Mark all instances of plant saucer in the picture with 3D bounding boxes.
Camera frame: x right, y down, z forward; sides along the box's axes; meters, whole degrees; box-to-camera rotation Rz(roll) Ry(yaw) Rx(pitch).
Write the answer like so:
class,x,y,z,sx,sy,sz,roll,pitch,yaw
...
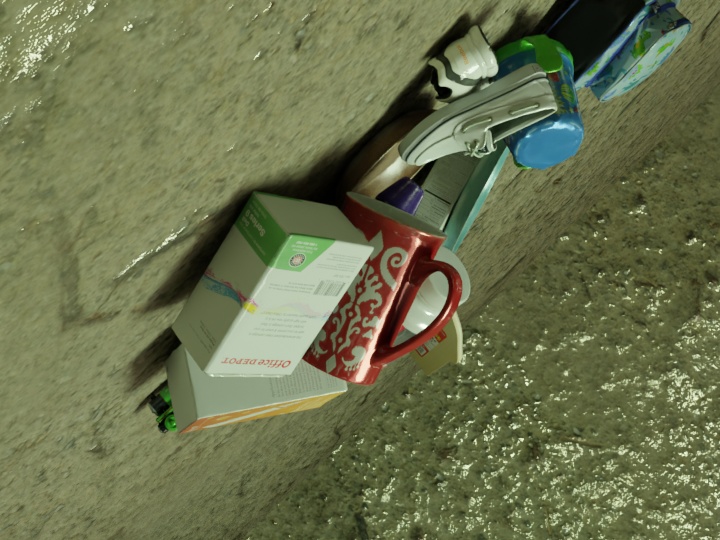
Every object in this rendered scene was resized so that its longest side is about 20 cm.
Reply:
class,x,y,z,sx,sy,sz,roll,pitch,yaw
plant saucer,0.034,-0.138,1.729,0.200,0.037,0.201,-42,168,-11
plant saucer,0.166,-0.112,1.965,0.202,0.027,0.200,-61,173,-12

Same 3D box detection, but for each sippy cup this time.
class,x,y,z,sx,sy,sz,roll,pitch,yaw
sippy cup,0.228,-0.209,1.775,0.139,0.131,0.178,-29,144,19

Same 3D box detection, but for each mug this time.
class,x,y,z,sx,sy,sz,roll,pitch,yaw
mug,0.014,0.031,1.618,0.132,0.177,0.202,18,101,-31

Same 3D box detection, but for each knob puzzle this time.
class,x,y,z,sx,sy,sz,roll,pitch,yaw
knob puzzle,0.081,0.042,1.881,0.030,0.220,0.220,-35,166,-25

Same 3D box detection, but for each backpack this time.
class,x,y,z,sx,sy,sz,roll,pitch,yaw
backpack,0.359,-0.333,1.867,0.200,0.147,0.183,-36,170,-46

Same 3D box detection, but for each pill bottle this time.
class,x,y,z,sx,sy,sz,roll,pitch,yaw
pill bottle,0.046,0.049,1.755,0.199,0.111,0.110,-36,175,38

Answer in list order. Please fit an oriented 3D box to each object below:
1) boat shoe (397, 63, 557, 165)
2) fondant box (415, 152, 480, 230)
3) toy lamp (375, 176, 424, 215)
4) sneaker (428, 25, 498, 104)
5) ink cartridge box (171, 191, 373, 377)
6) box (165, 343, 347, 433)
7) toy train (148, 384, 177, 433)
class,x,y,z,sx,sy,sz,roll,pitch,yaw
boat shoe,0.138,-0.169,1.617,0.199,0.067,0.073,-31,163,16
fondant box,0.103,-0.081,1.973,0.201,0.058,0.145,-58,174,-19
toy lamp,0.004,-0.034,1.720,0.200,0.058,0.058,-48,169,-8
sneaker,0.120,-0.231,1.651,0.079,0.074,0.200,-28,164,0
ink cartridge box,-0.101,0.021,1.554,0.144,0.088,0.201,6,123,-49
box,-0.134,0.133,1.729,0.198,0.099,0.124,-9,169,-21
toy train,-0.206,0.139,1.850,0.200,0.057,0.042,-42,-176,-9
